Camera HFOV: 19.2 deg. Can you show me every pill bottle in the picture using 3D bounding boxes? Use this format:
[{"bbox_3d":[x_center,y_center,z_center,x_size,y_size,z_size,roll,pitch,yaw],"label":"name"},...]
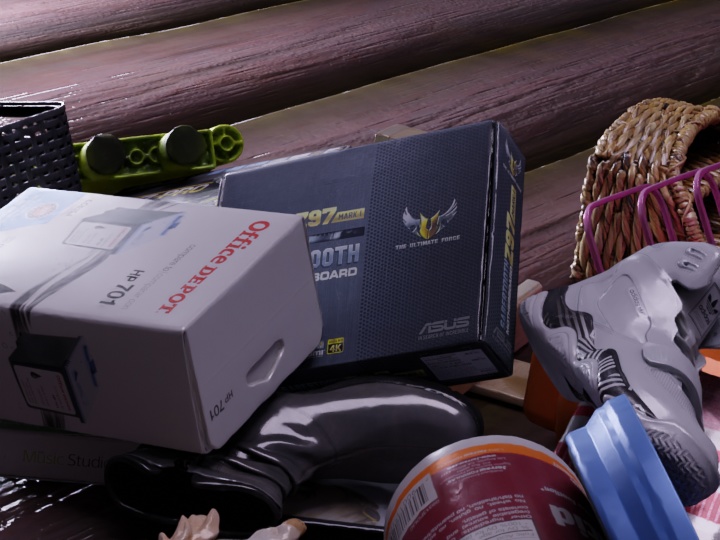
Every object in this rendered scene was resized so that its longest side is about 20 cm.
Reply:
[{"bbox_3d":[0.078,0.174,1.052,0.114,0.115,0.200,5,22,-9],"label":"pill bottle"}]

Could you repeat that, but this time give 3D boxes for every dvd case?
[{"bbox_3d":[-0.010,0.129,1.284,0.199,0.018,0.143,7,19,-4],"label":"dvd case"}]

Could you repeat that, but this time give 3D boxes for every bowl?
[{"bbox_3d":[0.155,0.158,1.038,0.039,0.201,0.201,-25,22,3],"label":"bowl"}]

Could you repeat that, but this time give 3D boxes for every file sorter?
[{"bbox_3d":[0.281,-0.020,1.528,0.199,0.126,0.139,-16,3,36],"label":"file sorter"}]

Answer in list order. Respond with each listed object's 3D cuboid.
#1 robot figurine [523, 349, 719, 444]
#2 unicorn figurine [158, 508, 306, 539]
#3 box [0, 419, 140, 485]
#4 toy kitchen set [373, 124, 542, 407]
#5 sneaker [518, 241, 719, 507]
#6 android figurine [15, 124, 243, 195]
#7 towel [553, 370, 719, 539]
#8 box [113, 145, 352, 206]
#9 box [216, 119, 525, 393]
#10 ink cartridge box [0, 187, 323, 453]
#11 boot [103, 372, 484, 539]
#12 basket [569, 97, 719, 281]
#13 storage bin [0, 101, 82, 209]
[{"bbox_3d":[0.201,0.091,1.332,0.199,0.117,0.144,19,-17,28],"label":"robot figurine"},{"bbox_3d":[-0.048,0.185,1.059,0.200,0.074,0.137,8,24,45],"label":"unicorn figurine"},{"bbox_3d":[-0.206,0.073,1.336,0.144,0.036,0.200,6,19,-6],"label":"box"},{"bbox_3d":[0.105,-0.004,1.452,0.163,0.181,0.200,16,19,18],"label":"toy kitchen set"},{"bbox_3d":[0.175,0.047,1.197,0.115,0.075,0.200,-30,32,-5],"label":"sneaker"},{"bbox_3d":[-0.185,-0.083,1.658,0.181,0.041,0.200,-8,-1,-15],"label":"android figurine"},{"bbox_3d":[0.170,0.132,1.204,0.144,0.023,0.200,15,51,22],"label":"towel"},{"bbox_3d":[-0.116,-0.035,1.547,0.199,0.049,0.161,-9,12,24],"label":"box"},{"bbox_3d":[0.000,0.000,1.311,0.199,0.051,0.158,-9,56,25],"label":"box"},{"bbox_3d":[-0.144,0.025,1.241,0.199,0.086,0.146,5,29,27],"label":"ink cartridge box"},{"bbox_3d":[-0.035,0.113,1.213,0.199,0.070,0.132,0,22,12],"label":"boot"},{"bbox_3d":[0.282,-0.057,1.724,0.149,0.143,0.200,18,22,28],"label":"basket"},{"bbox_3d":[-0.302,-0.048,1.467,0.135,0.094,0.200,5,21,43],"label":"storage bin"}]
